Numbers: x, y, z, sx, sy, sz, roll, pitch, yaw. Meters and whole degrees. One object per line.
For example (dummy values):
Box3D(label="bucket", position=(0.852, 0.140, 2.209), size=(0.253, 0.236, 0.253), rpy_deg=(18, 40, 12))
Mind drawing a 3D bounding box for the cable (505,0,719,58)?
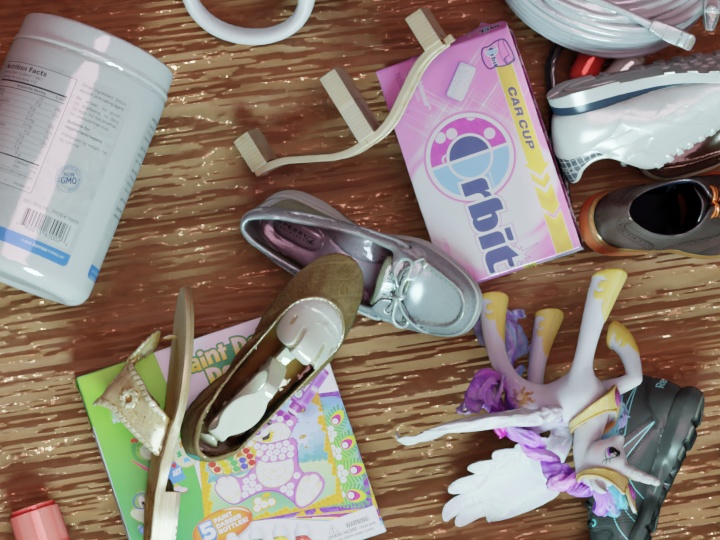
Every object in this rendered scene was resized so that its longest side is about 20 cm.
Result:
Box3D(label="cable", position=(0.205, -0.271, 1.768), size=(0.200, 0.069, 0.200), rpy_deg=(15, 66, 3))

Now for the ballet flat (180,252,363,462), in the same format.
Box3D(label="ballet flat", position=(-0.066, 0.074, 1.655), size=(0.068, 0.072, 0.200), rpy_deg=(43, 95, -13))

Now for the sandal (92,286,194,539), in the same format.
Box3D(label="sandal", position=(-0.172, 0.116, 1.657), size=(0.070, 0.078, 0.212), rpy_deg=(5, 89, -13))

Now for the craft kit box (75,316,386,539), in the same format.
Box3D(label="craft kit box", position=(-0.104, 0.148, 1.722), size=(0.200, 0.049, 0.198), rpy_deg=(-19, 84, -9))

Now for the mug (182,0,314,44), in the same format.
Box3D(label="mug", position=(-0.086, -0.278, 1.725), size=(0.175, 0.148, 0.200), rpy_deg=(6, 114, 1))

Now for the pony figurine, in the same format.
Box3D(label="pony figurine", position=(0.139, 0.111, 1.702), size=(0.193, 0.167, 0.200), rpy_deg=(-11, 58, 18))

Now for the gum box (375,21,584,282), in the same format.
Box3D(label="gum box", position=(0.096, -0.094, 1.745), size=(0.113, 0.066, 0.200), rpy_deg=(-19, 87, 8))

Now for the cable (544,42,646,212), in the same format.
Box3D(label="cable", position=(0.173, -0.117, 1.779), size=(0.097, 0.050, 0.200), rpy_deg=(33, 81, -2))

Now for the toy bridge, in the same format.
Box3D(label="toy bridge", position=(-0.005, -0.131, 1.719), size=(0.200, 0.027, 0.067), rpy_deg=(-33, 84, 20))

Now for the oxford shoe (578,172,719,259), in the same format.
Box3D(label="oxford shoe", position=(0.281, -0.046, 1.761), size=(0.200, 0.073, 0.071), rpy_deg=(-9, 86, -26))

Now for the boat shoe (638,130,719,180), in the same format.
Box3D(label="boat shoe", position=(0.319, -0.142, 1.789), size=(0.202, 0.075, 0.075), rpy_deg=(-31, 89, -9))

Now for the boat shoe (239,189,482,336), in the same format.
Box3D(label="boat shoe", position=(0.000, -0.002, 1.709), size=(0.202, 0.065, 0.074), rpy_deg=(29, 111, 13))

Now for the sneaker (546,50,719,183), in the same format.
Box3D(label="sneaker", position=(0.253, -0.128, 1.741), size=(0.200, 0.076, 0.081), rpy_deg=(-10, 103, 4))

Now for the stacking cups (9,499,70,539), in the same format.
Box3D(label="stacking cups", position=(-0.225, 0.279, 1.683), size=(0.060, 0.061, 0.200), rpy_deg=(-17, 87, -9))

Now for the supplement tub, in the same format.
Box3D(label="supplement tub", position=(-0.240, -0.085, 1.681), size=(0.132, 0.132, 0.200), rpy_deg=(22, 81, -5))

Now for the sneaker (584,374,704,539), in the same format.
Box3D(label="sneaker", position=(0.213, 0.179, 1.757), size=(0.079, 0.075, 0.200), rpy_deg=(22, 80, 14))
